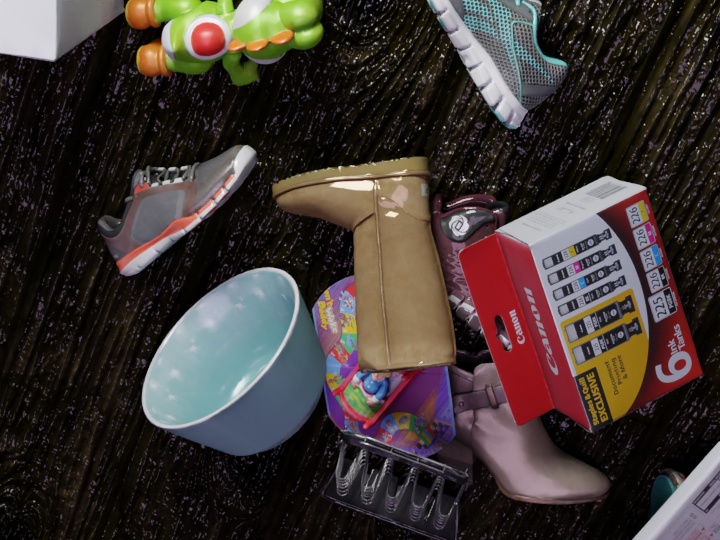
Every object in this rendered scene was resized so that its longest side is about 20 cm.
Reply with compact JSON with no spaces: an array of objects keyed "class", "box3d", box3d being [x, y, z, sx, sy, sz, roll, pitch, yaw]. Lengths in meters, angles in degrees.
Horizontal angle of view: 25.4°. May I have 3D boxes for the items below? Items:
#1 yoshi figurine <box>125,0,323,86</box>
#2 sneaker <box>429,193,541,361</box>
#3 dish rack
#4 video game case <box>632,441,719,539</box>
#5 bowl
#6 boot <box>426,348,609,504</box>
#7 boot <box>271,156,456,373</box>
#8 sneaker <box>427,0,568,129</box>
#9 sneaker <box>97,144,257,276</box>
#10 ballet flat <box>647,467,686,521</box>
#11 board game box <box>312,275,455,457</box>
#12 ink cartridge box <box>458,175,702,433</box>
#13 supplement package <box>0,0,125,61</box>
[{"class":"yoshi figurine","box3d":[-0.116,-0.238,1.528,0.198,0.112,0.113,1,72,26]},{"class":"sneaker","box3d":[0.135,-0.003,1.569,0.199,0.076,0.116,33,112,-2]},{"class":"dish rack","box3d":[0.038,0.217,1.629,0.152,0.200,0.055,18,73,5]},{"class":"video game case","box3d":[0.358,0.290,1.611,0.181,0.024,0.200,35,101,-26]},{"class":"bowl","box3d":[-0.113,0.107,1.617,0.200,0.202,0.105,-29,124,21]},{"class":"boot","box3d":[0.158,0.154,1.629,0.198,0.070,0.148,5,113,12]},{"class":"boot","box3d":[0.000,0.000,1.549,0.174,0.066,0.202,-8,84,25]},{"class":"sneaker","box3d":[0.122,-0.236,1.486,0.091,0.078,0.201,-31,107,5]},{"class":"sneaker","box3d":[-0.192,-0.075,1.608,0.199,0.077,0.082,-37,94,22]},{"class":"ballet flat","box3d":[0.332,0.288,1.659,0.063,0.076,0.202,-9,118,-18]},{"class":"board game box","box3d":[0.013,0.105,1.621,0.157,0.039,0.202,3,108,33]},{"class":"ink cartridge box","box3d":[0.209,0.040,1.522,0.174,0.084,0.201,-26,108,-13]},{"class":"supplement package","box3d":[-0.311,-0.315,1.463,0.146,0.200,0.193,8,113,8]}]
